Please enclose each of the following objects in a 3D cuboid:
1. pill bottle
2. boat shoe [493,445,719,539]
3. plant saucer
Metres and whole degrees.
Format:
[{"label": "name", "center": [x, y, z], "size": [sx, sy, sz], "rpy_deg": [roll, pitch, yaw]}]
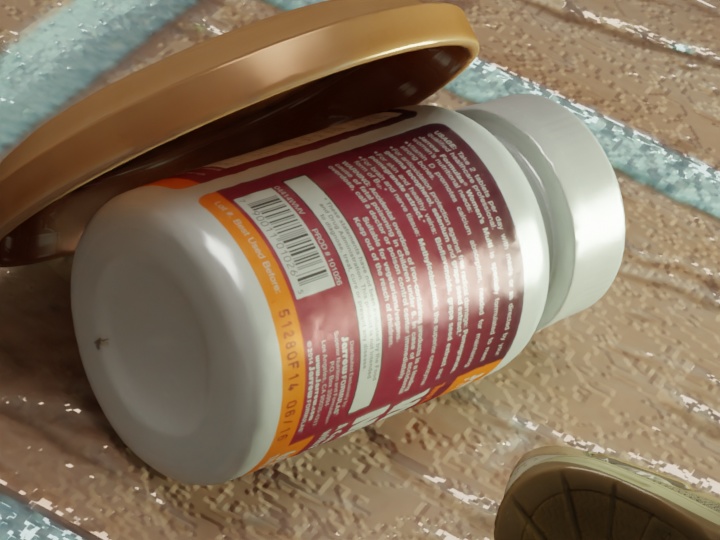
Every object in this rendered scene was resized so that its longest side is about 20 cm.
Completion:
[{"label": "pill bottle", "center": [0.000, 0.000, 0.980], "size": [0.200, 0.110, 0.110], "rpy_deg": [-19, 49, -39]}, {"label": "boat shoe", "center": [0.141, 0.117, 0.915], "size": [0.200, 0.071, 0.065], "rpy_deg": [32, 14, 0]}, {"label": "plant saucer", "center": [-0.053, -0.055, 0.970], "size": [0.200, 0.200, 0.032], "rpy_deg": [-20, 84, -39]}]
